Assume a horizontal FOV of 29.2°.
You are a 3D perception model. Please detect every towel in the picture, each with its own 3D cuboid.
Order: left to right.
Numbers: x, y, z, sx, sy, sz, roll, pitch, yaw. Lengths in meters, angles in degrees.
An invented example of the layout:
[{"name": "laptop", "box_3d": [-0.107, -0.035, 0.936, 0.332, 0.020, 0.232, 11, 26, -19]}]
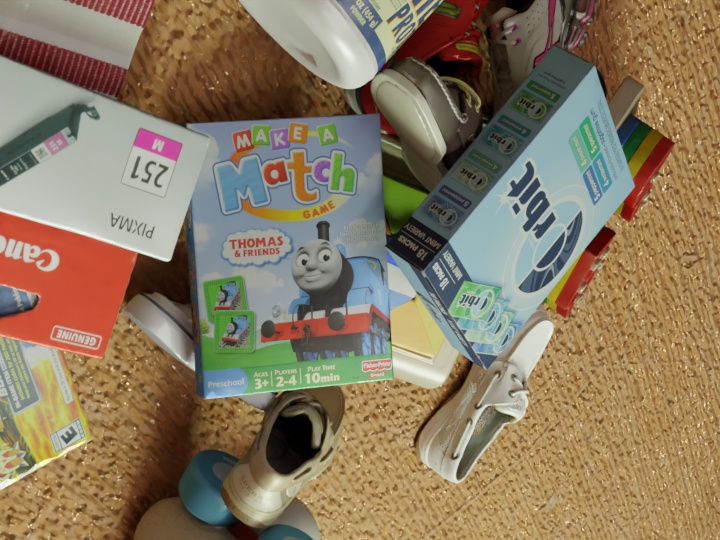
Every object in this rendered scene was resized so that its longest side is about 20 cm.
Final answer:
[{"name": "towel", "box_3d": [-0.212, -0.153, 0.901, 0.143, 0.023, 0.202, 12, 107, -45]}]

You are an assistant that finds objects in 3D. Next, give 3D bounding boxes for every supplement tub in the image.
[{"name": "supplement tub", "box_3d": [0.011, -0.243, 0.954, 0.200, 0.145, 0.145, -48, 140, -6]}]

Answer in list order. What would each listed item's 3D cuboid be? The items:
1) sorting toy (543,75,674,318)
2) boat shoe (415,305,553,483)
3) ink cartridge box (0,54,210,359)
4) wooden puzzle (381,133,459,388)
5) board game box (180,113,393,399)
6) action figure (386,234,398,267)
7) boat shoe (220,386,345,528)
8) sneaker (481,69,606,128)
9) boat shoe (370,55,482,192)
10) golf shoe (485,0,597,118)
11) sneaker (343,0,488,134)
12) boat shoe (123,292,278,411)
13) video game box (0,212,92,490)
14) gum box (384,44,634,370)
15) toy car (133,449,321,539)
[{"name": "sorting toy", "box_3d": [0.209, -0.050, 1.262, 0.201, 0.069, 0.199, -55, 169, -4]}, {"name": "boat shoe", "box_3d": [0.141, 0.129, 1.402, 0.201, 0.069, 0.071, -54, 138, 0]}, {"name": "ink cartridge box", "box_3d": [-0.208, -0.036, 0.908, 0.199, 0.043, 0.176, 18, 90, -46]}, {"name": "wooden puzzle", "box_3d": [0.033, -0.003, 1.180, 0.183, 0.037, 0.202, 20, 106, -24]}, {"name": "board game box", "box_3d": [-0.054, -0.013, 1.037, 0.149, 0.037, 0.203, -5, 94, -16]}, {"name": "action figure", "box_3d": [0.000, 0.000, 1.115, 0.199, 0.065, 0.100, 30, 88, -25]}, {"name": "boat shoe", "box_3d": [-0.049, 0.139, 1.163, 0.065, 0.071, 0.200, -52, -178, 30]}, {"name": "sneaker", "box_3d": [0.129, -0.130, 1.206, 0.200, 0.075, 0.116, -46, 137, -7]}, {"name": "boat shoe", "box_3d": [0.060, -0.111, 1.032, 0.060, 0.072, 0.200, -44, 156, -5]}, {"name": "golf shoe", "box_3d": [0.131, -0.169, 1.142, 0.091, 0.072, 0.202, 27, 64, -28]}, {"name": "sneaker", "box_3d": [0.074, -0.190, 1.099, 0.201, 0.085, 0.077, -55, 141, 3]}, {"name": "boat shoe", "box_3d": [-0.116, 0.050, 1.108, 0.066, 0.073, 0.200, -54, 150, -4]}, {"name": "video game box", "box_3d": [-0.293, 0.071, 0.936, 0.181, 0.047, 0.202, -28, 122, -24]}, {"name": "gum box", "box_3d": [0.122, -0.044, 1.066, 0.201, 0.044, 0.170, -51, 146, -9]}, {"name": "toy car", "box_3d": [-0.084, 0.260, 1.218, 0.199, 0.177, 0.186, -10, 136, -54]}]
